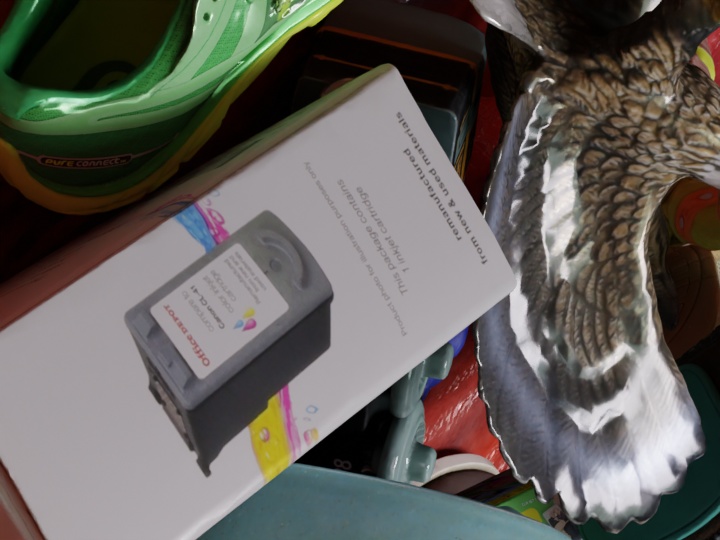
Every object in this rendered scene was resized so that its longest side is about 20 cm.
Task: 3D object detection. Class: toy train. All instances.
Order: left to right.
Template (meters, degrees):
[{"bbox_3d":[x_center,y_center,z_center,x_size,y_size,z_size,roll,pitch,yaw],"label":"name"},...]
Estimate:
[{"bbox_3d":[0.000,0.000,0.994,0.114,0.085,0.200,-66,166,-47],"label":"toy train"}]

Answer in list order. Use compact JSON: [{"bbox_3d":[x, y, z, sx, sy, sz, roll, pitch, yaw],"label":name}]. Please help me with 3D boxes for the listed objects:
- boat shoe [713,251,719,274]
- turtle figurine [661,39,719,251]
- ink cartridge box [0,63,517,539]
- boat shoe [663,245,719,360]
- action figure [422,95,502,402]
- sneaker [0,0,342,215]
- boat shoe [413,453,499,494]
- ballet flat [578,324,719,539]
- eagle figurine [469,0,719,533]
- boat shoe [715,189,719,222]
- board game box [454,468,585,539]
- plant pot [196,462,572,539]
[{"bbox_3d":[0.187,-0.030,1.351,0.200,0.072,0.076,-35,131,-44],"label":"boat shoe"},{"bbox_3d":[0.130,-0.052,1.091,0.200,0.064,0.161,-54,-158,18],"label":"turtle figurine"},{"bbox_3d":[-0.072,0.033,0.827,0.200,0.086,0.147,-37,-171,-40],"label":"ink cartridge box"},{"bbox_3d":[0.115,0.024,1.148,0.072,0.200,0.065,-28,107,-2],"label":"boat shoe"},{"bbox_3d":[0.032,0.001,1.095,0.052,0.065,0.200,4,119,-38],"label":"action figure"},{"bbox_3d":[-0.040,-0.105,0.821,0.200,0.074,0.084,-54,159,-9],"label":"sneaker"},{"bbox_3d":[0.020,0.135,1.226,0.200,0.059,0.072,-17,134,-55],"label":"boat shoe"},{"bbox_3d":[0.150,0.046,0.979,0.074,0.074,0.200,-32,166,-44],"label":"ballet flat"},{"bbox_3d":[0.084,-0.035,0.908,0.152,0.151,0.200,-14,139,-41],"label":"eagle figurine"},{"bbox_3d":[0.162,-0.027,0.999,0.069,0.074,0.200,-2,124,-20],"label":"boat shoe"},{"bbox_3d":[0.101,0.081,1.124,0.200,0.029,0.135,-23,178,-25],"label":"board game box"},{"bbox_3d":[-0.011,0.164,0.901,0.200,0.200,0.189,36,65,-66],"label":"plant pot"}]
